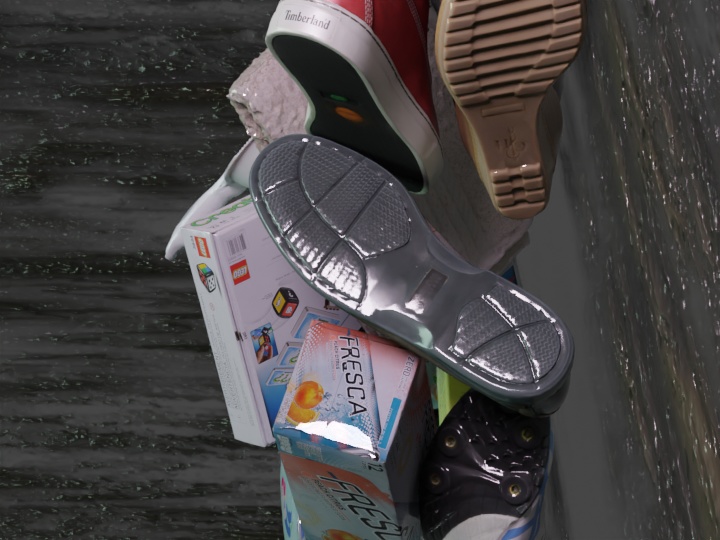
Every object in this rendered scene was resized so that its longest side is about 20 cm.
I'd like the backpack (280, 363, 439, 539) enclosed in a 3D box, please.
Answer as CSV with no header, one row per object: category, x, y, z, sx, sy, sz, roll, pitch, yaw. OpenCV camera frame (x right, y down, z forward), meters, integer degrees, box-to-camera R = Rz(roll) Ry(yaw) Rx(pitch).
backpack,0.023,0.135,1.905,0.178,0.150,0.201,91,-177,-58

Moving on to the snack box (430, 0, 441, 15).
snack box,0.059,-0.106,1.689,0.200,0.072,0.024,94,-165,-63

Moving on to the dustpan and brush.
dustpan and brush,-0.059,-0.073,1.877,0.200,0.057,0.140,-58,-8,24

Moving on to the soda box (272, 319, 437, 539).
soda box,0.002,0.101,1.575,0.200,0.063,0.069,77,-150,-64

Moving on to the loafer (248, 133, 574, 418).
loafer,0.023,0.010,1.488,0.072,0.200,0.063,-46,-22,-14

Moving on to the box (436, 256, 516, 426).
box,0.071,0.058,1.743,0.075,0.050,0.201,91,177,-48

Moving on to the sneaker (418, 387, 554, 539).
sneaker,0.070,0.141,1.586,0.072,0.072,0.201,-37,-41,-59

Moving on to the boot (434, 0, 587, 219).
boot,0.067,-0.144,1.459,0.201,0.072,0.167,87,179,-48

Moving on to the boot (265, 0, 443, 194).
boot,0.022,-0.133,1.492,0.200,0.072,0.145,64,-134,-64

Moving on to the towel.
towel,0.017,-0.059,1.601,0.034,0.133,0.200,6,135,49

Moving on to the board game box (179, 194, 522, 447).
board game box,0.000,0.000,1.640,0.035,0.199,0.127,10,119,51
